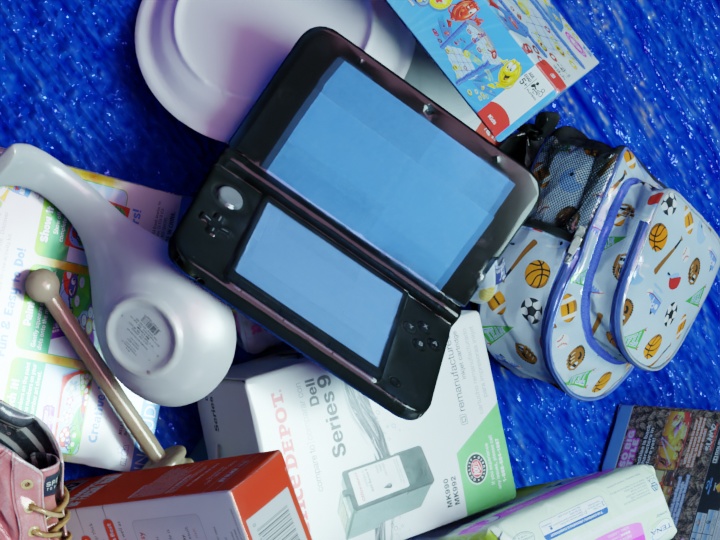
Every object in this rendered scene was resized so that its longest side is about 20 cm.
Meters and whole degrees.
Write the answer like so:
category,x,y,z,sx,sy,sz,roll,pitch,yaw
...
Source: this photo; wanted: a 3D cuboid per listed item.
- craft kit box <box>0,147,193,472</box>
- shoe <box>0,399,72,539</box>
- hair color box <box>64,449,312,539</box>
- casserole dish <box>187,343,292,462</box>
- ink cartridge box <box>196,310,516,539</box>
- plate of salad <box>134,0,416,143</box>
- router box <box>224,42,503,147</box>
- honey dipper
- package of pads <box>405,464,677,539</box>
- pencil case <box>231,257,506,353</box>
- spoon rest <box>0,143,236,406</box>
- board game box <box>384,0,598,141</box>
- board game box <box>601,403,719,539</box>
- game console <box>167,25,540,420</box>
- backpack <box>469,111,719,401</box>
category,x,y,z,sx,sy,sz,roll,pitch,yaw
craft kit box,-0.221,0.026,1.081,0.197,0.048,0.201,16,80,-33
shoe,-0.208,0.161,1.000,0.200,0.071,0.091,45,107,-6
hair color box,-0.124,0.187,1.039,0.064,0.200,0.111,-33,107,-53
casserole dish,-0.053,0.139,1.183,0.121,0.039,0.200,44,68,-22
ink cartridge box,-0.002,0.122,1.144,0.200,0.084,0.146,-15,96,-30
plate of salad,-0.060,-0.166,1.142,0.199,0.048,0.201,0,62,0
router box,0.017,-0.119,1.228,0.179,0.049,0.200,42,68,-24
honey dipper,-0.165,0.085,1.072,0.038,0.038,0.200,-40,105,-26
package of pads,0.112,0.206,1.187,0.154,0.200,0.068,-18,85,-30
pencil case,0.000,0.000,1.152,0.199,0.083,0.091,-12,137,-4
spoon rest,-0.158,0.000,1.034,0.200,0.099,0.061,49,23,1
board game box,0.078,-0.199,1.158,0.196,0.056,0.200,51,21,-1
board game box,0.287,0.202,1.295,0.097,0.200,0.160,26,76,-29
game console,0.002,-0.033,1.044,0.200,0.118,0.171,34,34,-10
backpack,0.183,0.006,1.261,0.200,0.154,0.191,33,87,-47
